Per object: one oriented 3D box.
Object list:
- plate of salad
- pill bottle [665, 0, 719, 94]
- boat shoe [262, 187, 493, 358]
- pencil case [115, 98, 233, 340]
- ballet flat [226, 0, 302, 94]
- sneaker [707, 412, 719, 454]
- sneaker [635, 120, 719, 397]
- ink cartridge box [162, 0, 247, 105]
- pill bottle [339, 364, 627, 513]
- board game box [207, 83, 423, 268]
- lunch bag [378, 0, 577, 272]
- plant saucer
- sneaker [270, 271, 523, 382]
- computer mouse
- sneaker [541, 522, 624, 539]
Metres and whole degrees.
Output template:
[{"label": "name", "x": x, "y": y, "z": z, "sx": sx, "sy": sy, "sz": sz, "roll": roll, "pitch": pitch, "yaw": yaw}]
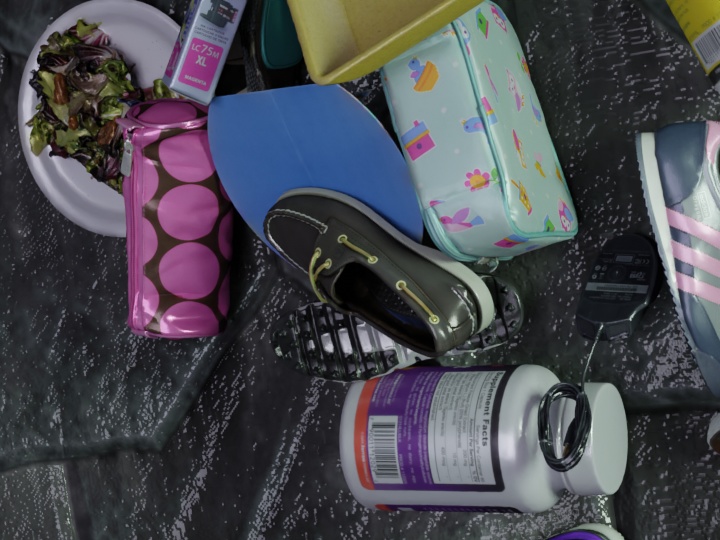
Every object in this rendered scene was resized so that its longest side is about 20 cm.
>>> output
[{"label": "plate of salad", "x": -0.210, "y": -0.126, "z": 1.585, "sx": 0.199, "sy": 0.048, "sz": 0.201, "roll": 4, "pitch": 100, "yaw": 26}, {"label": "pill bottle", "x": 0.251, "y": -0.228, "z": 1.309, "sx": 0.111, "sy": 0.111, "sz": 0.201, "roll": -31, "pitch": 84, "yaw": 26}, {"label": "boat shoe", "x": 0.000, "y": 0.000, "z": 1.383, "sx": 0.201, "sy": 0.061, "sz": 0.072, "roll": 27, "pitch": 135, "yaw": 30}, {"label": "pencil case", "x": -0.151, "y": -0.038, "z": 1.524, "sx": 0.090, "sy": 0.094, "sz": 0.201, "roll": 16, "pitch": 116, "yaw": 37}, {"label": "ballet flat", "x": -0.078, "y": -0.153, "z": 1.505, "sx": 0.072, "sy": 0.072, "sz": 0.201, "roll": -3, "pitch": 95, "yaw": 26}, {"label": "sneaker", "x": 0.333, "y": 0.078, "z": 1.347, "sx": 0.073, "sy": 0.085, "sz": 0.200, "roll": 38, "pitch": 136, "yaw": -22}, {"label": "sneaker", "x": 0.257, "y": -0.010, "z": 1.362, "sx": 0.082, "sy": 0.070, "sz": 0.201, "roll": -15, "pitch": 98, "yaw": 12}, {"label": "ink cartridge box", "x": -0.102, "y": -0.230, "z": 1.462, "sx": 0.042, "sy": 0.119, "sz": 0.201, "roll": 22, "pitch": 95, "yaw": -11}, {"label": "pill bottle", "x": 0.094, "y": 0.127, "z": 1.435, "sx": 0.199, "sy": 0.111, "sz": 0.112, "roll": -2, "pitch": 96, "yaw": 26}, {"label": "board game box", "x": -0.025, "y": -0.076, "z": 1.431, "sx": 0.199, "sy": 0.039, "sz": 0.158, "roll": -2, "pitch": 122, "yaw": 45}, {"label": "lunch bag", "x": 0.085, "y": -0.100, "z": 1.385, "sx": 0.077, "sy": 0.160, "sz": 0.201, "roll": -19, "pitch": 83, "yaw": 22}, {"label": "plant saucer", "x": 0.039, "y": -0.235, "z": 1.325, "sx": 0.199, "sy": 0.048, "sz": 0.201, "roll": -30, "pitch": 50, "yaw": 17}, {"label": "sneaker", "x": 0.032, "y": 0.040, "z": 1.461, "sx": 0.199, "sy": 0.090, "sz": 0.067, "roll": -11, "pitch": 97, "yaw": 12}, {"label": "computer mouse", "x": 0.175, "y": 0.060, "z": 1.375, "sx": 0.058, "sy": 0.034, "sz": 0.201, "roll": 6, "pitch": 60, "yaw": 35}, {"label": "sneaker", "x": 0.104, "y": 0.254, "z": 1.453, "sx": 0.200, "sy": 0.099, "sz": 0.070, "roll": -34, "pitch": 80, "yaw": 25}]
